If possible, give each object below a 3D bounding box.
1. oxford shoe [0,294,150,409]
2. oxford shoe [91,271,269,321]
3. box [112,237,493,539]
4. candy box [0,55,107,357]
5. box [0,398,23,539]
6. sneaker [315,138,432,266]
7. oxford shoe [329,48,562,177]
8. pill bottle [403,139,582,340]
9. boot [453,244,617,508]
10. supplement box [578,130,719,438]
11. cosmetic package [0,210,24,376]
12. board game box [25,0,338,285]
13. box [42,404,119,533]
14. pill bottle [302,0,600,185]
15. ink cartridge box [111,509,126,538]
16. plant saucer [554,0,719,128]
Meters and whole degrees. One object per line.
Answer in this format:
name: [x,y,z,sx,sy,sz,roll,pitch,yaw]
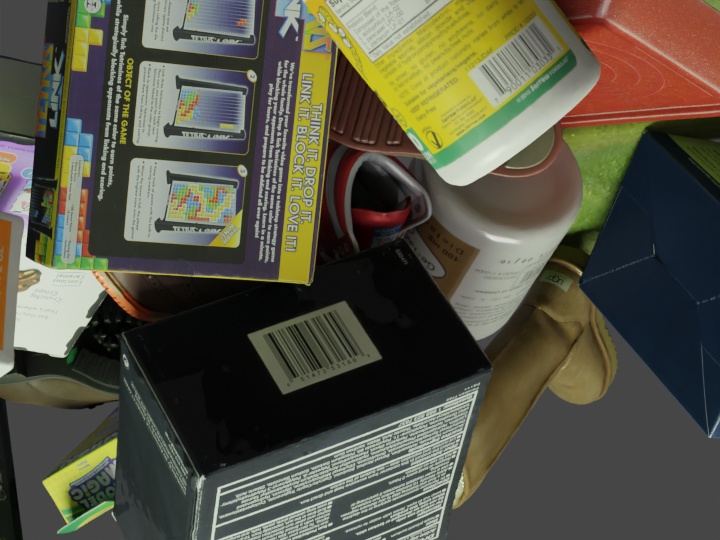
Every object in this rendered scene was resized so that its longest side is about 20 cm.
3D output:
oxford shoe: [-0.183,0.062,1.428,0.199,0.073,0.084,3,157,20]
oxford shoe: [-0.101,-0.003,1.271,0.072,0.071,0.200,-28,145,24]
box: [-0.044,0.109,1.280,0.200,0.123,0.199,-18,144,-23]
candy box: [-0.229,-0.039,1.297,0.167,0.072,0.200,10,136,-32]
box: [-0.308,0.143,1.398,0.046,0.200,0.159,-34,140,27]
sneaker: [0.000,0.000,1.339,0.071,0.112,0.200,-31,118,-30]
oxford shoe: [0.028,-0.101,1.287,0.200,0.071,0.075,21,-179,3]
pill bottle: [0.067,-0.015,1.407,0.114,0.115,0.200,-2,148,-20]
boot: [0.113,0.099,1.532,0.200,0.066,0.175,-52,145,-30]
supplement box: [0.302,0.015,1.451,0.199,0.200,0.135,6,119,-30]
cosmetic package: [-0.299,0.001,1.168,0.200,0.102,0.071,15,151,-31]
board game box: [-0.101,-0.097,1.184,0.165,0.057,0.201,4,95,-28]
box: [-0.149,0.120,1.458,0.117,0.200,0.048,-30,99,16]
pill bottle: [0.033,-0.156,1.138,0.113,0.113,0.200,-36,97,24]
ink cartridge box: [-0.106,0.172,1.565,0.116,0.068,0.200,-42,165,30]
plant saucer: [0.136,-0.134,1.256,0.200,0.037,0.199,-2,161,45]
